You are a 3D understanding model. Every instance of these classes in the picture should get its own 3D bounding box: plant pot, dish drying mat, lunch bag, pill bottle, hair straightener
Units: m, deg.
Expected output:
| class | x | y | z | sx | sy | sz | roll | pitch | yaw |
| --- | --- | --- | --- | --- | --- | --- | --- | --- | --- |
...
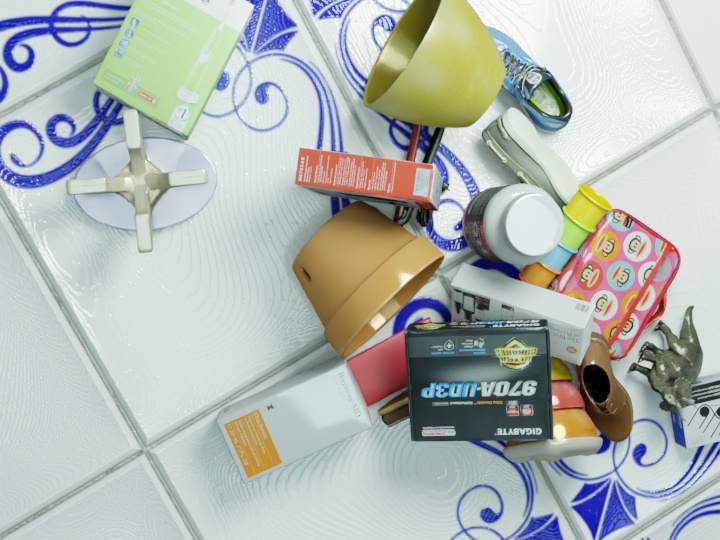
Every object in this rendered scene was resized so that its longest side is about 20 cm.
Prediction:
| class | x | y | z | sx | sy | sz | roll | pitch | yaw |
| --- | --- | --- | --- | --- | --- | --- | --- | --- | --- |
| plant pot | 0.115 | -0.278 | 1.469 | 0.141 | 0.200 | 0.202 | 29 | 88 | -17 |
| dish drying mat | 0.030 | 0.146 | 1.560 | 0.198 | 0.018 | 0.078 | -27 | 96 | -7 |
| lunch bag | 0.376 | 0.025 | 1.579 | 0.175 | 0.082 | 0.202 | 31 | 90 | -12 |
| plant pot | 0.000 | 0.000 | 1.470 | 0.200 | 0.200 | 0.140 | -43 | 82 | -5 |
| pill bottle | 0.215 | -0.064 | 1.485 | 0.109 | 0.200 | 0.113 | 0 | 92 | -8 |
| hair straightener | 0.095 | -0.120 | 1.544 | 0.076 | 0.041 | 0.203 | 12 | 90 | -9 |

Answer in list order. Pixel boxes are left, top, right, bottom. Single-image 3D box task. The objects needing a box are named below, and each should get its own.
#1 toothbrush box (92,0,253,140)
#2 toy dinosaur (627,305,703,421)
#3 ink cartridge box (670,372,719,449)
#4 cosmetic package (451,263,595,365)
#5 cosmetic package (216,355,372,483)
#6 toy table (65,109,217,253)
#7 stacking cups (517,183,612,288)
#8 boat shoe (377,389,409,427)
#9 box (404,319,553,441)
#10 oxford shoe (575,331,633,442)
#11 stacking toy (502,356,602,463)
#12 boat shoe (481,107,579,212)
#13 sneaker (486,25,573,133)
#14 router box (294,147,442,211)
| class | x | y | z | sx | sy | sz | roll | pitch | yaw |
| --- | --- | --- | --- | --- | --- | --- | --- | --- | --- |
| toothbrush box | -0.254 | -0.303 | 1.459 | 0.144 | 0.086 | 0.202 | 27 | 89 | -9 |
| toy dinosaur | 0.468 | 0.139 | 1.594 | 0.102 | 0.077 | 0.200 | 34 | 51 | 9 |
| ink cartridge box | 0.574 | 0.202 | 1.633 | 0.197 | 0.044 | 0.096 | -12 | 96 | -8 |
| cosmetic package | 0.226 | 0.062 | 1.504 | 0.198 | 0.083 | 0.051 | 18 | 52 | 22 |
| cosmetic package | -0.093 | 0.209 | 1.504 | 0.198 | 0.071 | 0.103 | -25 | 97 | 1 |
| toy table | -0.295 | -0.120 | 1.447 | 0.197 | 0.117 | 0.187 | -18 | 95 | -7 |
| stacking cups | 0.283 | -0.029 | 1.545 | 0.060 | 0.061 | 0.201 | 29 | 114 | -9 |
| boat shoe | 0.123 | 0.181 | 1.548 | 0.198 | 0.070 | 0.071 | -27 | 92 | -7 |
| box | 0.163 | 0.151 | 1.461 | 0.197 | 0.046 | 0.162 | -2 | 101 | 11 |
| oxford shoe | 0.353 | 0.188 | 1.559 | 0.070 | 0.072 | 0.201 | -16 | 123 | 19 |
| stacking toy | 0.271 | 0.175 | 1.562 | 0.144 | 0.146 | 0.203 | -2 | 75 | -9 |
| boat shoe | 0.257 | -0.147 | 1.559 | 0.060 | 0.072 | 0.202 | -30 | 114 | 34 |
| sneaker | 0.234 | -0.283 | 1.534 | 0.199 | 0.089 | 0.079 | 39 | 86 | -6 |
| router box | 0.017 | -0.121 | 1.434 | 0.177 | 0.200 | 0.050 | 8 | 91 | 8 |
